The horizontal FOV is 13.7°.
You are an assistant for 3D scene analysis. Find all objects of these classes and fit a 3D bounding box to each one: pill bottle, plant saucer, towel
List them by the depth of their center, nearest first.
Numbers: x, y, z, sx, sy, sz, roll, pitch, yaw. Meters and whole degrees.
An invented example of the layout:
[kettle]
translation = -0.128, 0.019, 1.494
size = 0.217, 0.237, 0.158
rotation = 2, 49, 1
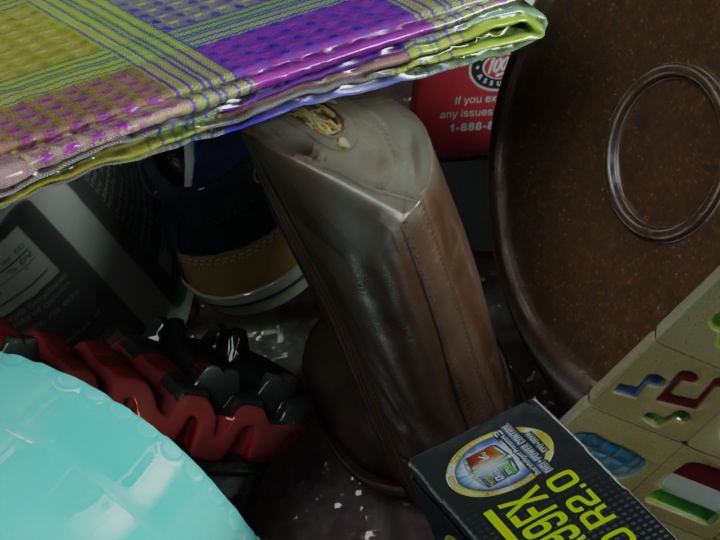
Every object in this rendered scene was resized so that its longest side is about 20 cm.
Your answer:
[towel]
translation = -0.057, -0.066, 0.887
size = 0.199, 0.023, 0.144
rotation = -20, 25, -23
[plant saucer]
translation = 0.101, -0.034, 0.896
size = 0.200, 0.034, 0.201
rotation = -9, 79, 50
[pill bottle]
translation = -0.141, -0.032, 1.030
size = 0.113, 0.200, 0.113
rotation = -8, 62, 16

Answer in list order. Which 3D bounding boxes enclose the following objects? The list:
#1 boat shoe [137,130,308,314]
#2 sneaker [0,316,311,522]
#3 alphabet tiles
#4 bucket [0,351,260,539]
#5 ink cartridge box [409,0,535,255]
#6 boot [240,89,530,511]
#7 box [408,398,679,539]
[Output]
[boat shoe]
translation = -0.048, -0.073, 1.081
size = 0.074, 0.062, 0.200
rotation = -17, 43, 13
[sneaker]
translation = -0.116, 0.060, 0.973
size = 0.071, 0.200, 0.098
rotation = 42, 118, 59
[alphabet tiles]
translation = 0.135, 0.065, 0.869
size = 0.200, 0.166, 0.006
rotation = -48, 29, 42
[bucket]
translation = -0.124, 0.131, 0.864
size = 0.207, 0.208, 0.135
rotation = 12, 38, 26
[ink cartridge box]
translation = 0.102, -0.114, 1.046
size = 0.145, 0.083, 0.201
rotation = -3, 64, 21
[boot]
translation = 0.000, 0.000, 0.943
size = 0.064, 0.200, 0.186
rotation = -39, 39, -10
[box]
translation = 0.090, 0.154, 0.817
size = 0.044, 0.200, 0.160
rotation = -27, 30, -10
